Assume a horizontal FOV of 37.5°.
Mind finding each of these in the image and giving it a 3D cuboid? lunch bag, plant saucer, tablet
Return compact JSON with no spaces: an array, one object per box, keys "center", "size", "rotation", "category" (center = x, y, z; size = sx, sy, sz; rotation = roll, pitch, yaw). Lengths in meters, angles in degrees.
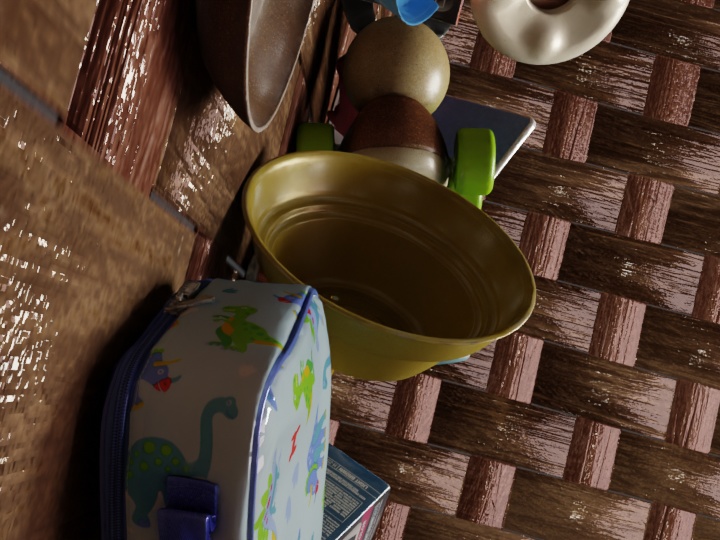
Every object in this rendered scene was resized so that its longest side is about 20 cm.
[{"center":[-0.065,0.112,0.487],"size":[0.161,0.081,0.204],"rotation":[-68,162,-70],"category":"lunch bag"},{"center":[-0.036,-0.164,0.464],"size":[0.200,0.032,0.204],"rotation":[15,89,-88],"category":"plant saucer"},{"center":[0.068,-0.090,1.024],"size":[0.201,0.129,0.014],"rotation":[-50,138,-20],"category":"tablet"}]

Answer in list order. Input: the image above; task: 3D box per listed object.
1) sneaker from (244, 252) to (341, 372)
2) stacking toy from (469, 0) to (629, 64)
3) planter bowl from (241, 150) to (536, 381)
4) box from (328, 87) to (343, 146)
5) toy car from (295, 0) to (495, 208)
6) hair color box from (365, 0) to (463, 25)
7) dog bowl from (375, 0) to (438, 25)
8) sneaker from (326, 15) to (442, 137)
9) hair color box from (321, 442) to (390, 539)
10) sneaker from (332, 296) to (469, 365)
[{"center":[-0.056,0.078,0.773],"size":[0.073,0.076,0.204],"rotation":[-7,109,-57],"category":"sneaker"},{"center":[0.155,-0.293,0.966],"size":[0.201,0.143,0.148],"rotation":[-100,-161,-52],"category":"stacking toy"},{"center":[0.007,0.011,0.690],"size":[0.201,0.197,0.084],"rotation":[-73,-174,-58],"category":"planter bowl"},{"center":[0.015,-0.126,1.140],"size":[0.060,0.115,0.203],"rotation":[95,10,-64],"category":"box"},{"center":[0.030,-0.156,0.922],"size":[0.158,0.161,0.204],"rotation":[96,-4,-79],"category":"toy car"},{"center":[0.052,-0.306,0.910],"size":[0.064,0.109,0.202],"rotation":[104,1,-51],"category":"hair color box"},{"center":[0.044,-0.213,0.565],"size":[0.201,0.049,0.113],"rotation":[-52,158,-42],"category":"dog bowl"},{"center":[0.015,-0.196,1.024],"size":[0.074,0.086,0.202],"rotation":[-44,163,-45],"category":"sneaker"},{"center":[-0.064,0.202,0.665],"size":[0.199,0.060,0.101],"rotation":[-31,146,-54],"category":"hair color box"},{"center":[0.000,0.000,0.817],"size":[0.079,0.197,0.133],"rotation":[1,97,-58],"category":"sneaker"}]
